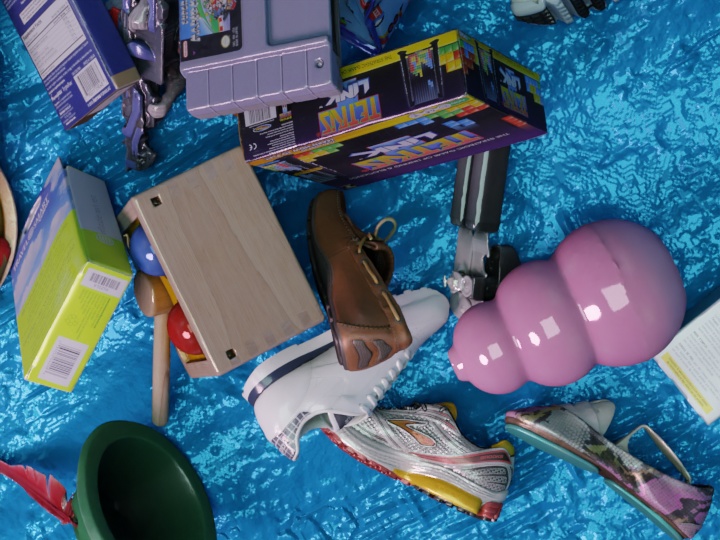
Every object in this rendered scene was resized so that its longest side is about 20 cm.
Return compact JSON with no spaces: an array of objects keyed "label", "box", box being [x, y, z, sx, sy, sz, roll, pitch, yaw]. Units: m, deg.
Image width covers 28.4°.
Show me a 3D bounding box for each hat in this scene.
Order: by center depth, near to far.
[{"label":"hat","box":[-0.247,0.241,1.283,0.176,0.201,0.165,-33,131,25]}]

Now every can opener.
[{"label":"can opener","box":[0.109,-0.051,1.238,0.066,0.053,0.202,-2,101,-28]}]

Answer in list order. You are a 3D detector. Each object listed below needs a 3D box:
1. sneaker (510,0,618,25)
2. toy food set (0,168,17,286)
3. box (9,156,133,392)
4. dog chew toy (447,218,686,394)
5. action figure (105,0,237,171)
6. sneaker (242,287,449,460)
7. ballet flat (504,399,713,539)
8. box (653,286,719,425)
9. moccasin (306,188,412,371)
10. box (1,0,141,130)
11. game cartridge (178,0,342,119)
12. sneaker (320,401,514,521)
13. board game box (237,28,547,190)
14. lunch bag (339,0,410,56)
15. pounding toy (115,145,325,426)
[{"label":"sneaker","box":[0.209,-0.273,1.186,0.199,0.075,0.081,-29,80,7]},{"label":"toy food set","box":[-0.409,-0.043,1.292,0.198,0.049,0.200,-7,94,9]},{"label":"box","box":[-0.254,-0.001,1.222,0.047,0.200,0.122,21,111,-27]},{"label":"dog chew toy","box":[0.168,0.040,1.189,0.199,0.125,0.125,-25,94,-1]},{"label":"action figure","box":[-0.149,-0.177,1.243,0.192,0.105,0.201,24,127,10]},{"label":"sneaker","box":[0.000,0.086,1.219,0.199,0.077,0.081,-30,66,-15]},{"label":"ballet flat","box":[0.221,0.159,1.243,0.199,0.069,0.071,33,82,-2]},{"label":"box","box":[0.348,0.036,1.213,0.200,0.049,0.082,-39,92,10]},{"label":"moccasin","box":[0.000,-0.001,1.188,0.077,0.202,0.074,-14,124,-4]},{"label":"box","box":[-0.267,-0.232,1.225,0.032,0.121,0.201,-30,96,-34]},{"label":"game cartridge","box":[-0.080,-0.224,1.102,0.129,0.038,0.202,-7,76,16]},{"label":"sneaker","box":[0.044,0.147,1.261,0.199,0.078,0.083,26,82,1]},{"label":"board game box","box":[0.028,-0.122,1.144,0.199,0.165,0.057,-14,77,28]},{"label":"lunch bag","box":[-0.041,-0.292,1.172,0.199,0.094,0.151,24,68,14]},{"label":"pounding toy","box":[-0.140,0.021,1.213,0.142,0.200,0.185,-27,92,-16]}]
